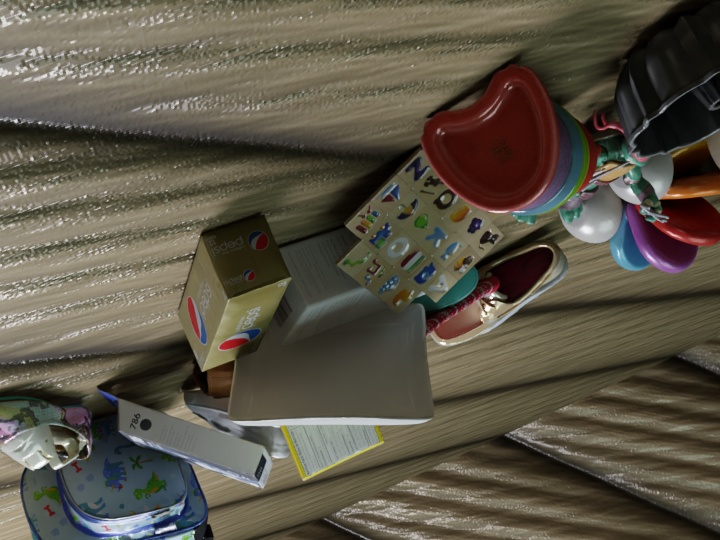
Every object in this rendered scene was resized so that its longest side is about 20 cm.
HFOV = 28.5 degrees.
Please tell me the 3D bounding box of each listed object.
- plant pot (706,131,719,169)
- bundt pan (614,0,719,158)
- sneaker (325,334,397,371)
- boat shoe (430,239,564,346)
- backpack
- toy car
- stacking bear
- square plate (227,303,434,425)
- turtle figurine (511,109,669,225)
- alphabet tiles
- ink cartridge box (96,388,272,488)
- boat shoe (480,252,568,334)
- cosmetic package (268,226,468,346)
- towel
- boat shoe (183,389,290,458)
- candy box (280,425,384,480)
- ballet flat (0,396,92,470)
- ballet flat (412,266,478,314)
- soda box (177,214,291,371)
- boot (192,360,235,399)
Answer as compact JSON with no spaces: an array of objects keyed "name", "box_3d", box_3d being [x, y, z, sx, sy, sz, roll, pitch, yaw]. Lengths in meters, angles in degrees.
[{"name":"plant pot","box_3d":[0.482,-0.187,1.455,0.186,0.188,0.200,-18,149,-28]},{"name":"bundt pan","box_3d":[0.323,-0.189,1.329,0.201,0.076,0.202,-25,165,-7]},{"name":"sneaker","box_3d":[-0.012,0.121,1.504,0.199,0.077,0.075,-22,-162,-24]},{"name":"boat shoe","box_3d":[0.168,0.023,1.793,0.200,0.074,0.069,-37,169,3]},{"name":"backpack","box_3d":[-0.291,0.262,1.652,0.199,0.183,0.147,-18,143,-14]},{"name":"toy car","box_3d":[0.339,-0.074,1.600,0.174,0.151,0.200,-14,161,-38]},{"name":"stacking bear","box_3d":[0.159,-0.107,1.293,0.121,0.114,0.200,-32,168,23]},{"name":"square plate","box_3d":[-0.029,0.097,1.428,0.197,0.200,0.029,-1,121,0]},{"name":"turtle figurine","box_3d":[0.250,-0.097,1.468,0.149,0.101,0.200,16,161,-26]},{"name":"alphabet tiles","box_3d":[0.066,-0.040,1.374,0.166,0.006,0.200,-45,144,5]},{"name":"ink cartridge box","box_3d":[-0.198,0.187,1.565,0.199,0.039,0.100,19,166,8]},{"name":"boat shoe","box_3d":[0.183,0.037,1.864,0.199,0.072,0.071,-25,167,-1]},{"name":"cosmetic package","box_3d":[0.000,0.000,1.446,0.199,0.074,0.102,-20,163,-30]},{"name":"towel","box_3d":[0.069,0.061,1.703,0.144,0.023,0.200,-19,-173,39]},{"name":"boat shoe","box_3d":[-0.142,0.179,1.660,0.072,0.069,0.199,1,-177,-45]},{"name":"candy box","box_3d":[-0.053,0.121,1.551,0.102,0.201,0.026,-23,-163,-8]},{"name":"ballet flat","box_3d":[-0.332,0.173,1.478,0.069,0.071,0.200,-28,165,12]},{"name":"ballet flat","box_3d":[0.038,0.028,1.643,0.199,0.068,0.070,-21,-172,-17]},{"name":"soda box","box_3d":[-0.122,0.025,1.333,0.064,0.068,0.200,-19,164,-20]},{"name":"boot","box_3d":[-0.119,0.112,1.649,0.154,0.074,0.200,-8,174,-14]}]
